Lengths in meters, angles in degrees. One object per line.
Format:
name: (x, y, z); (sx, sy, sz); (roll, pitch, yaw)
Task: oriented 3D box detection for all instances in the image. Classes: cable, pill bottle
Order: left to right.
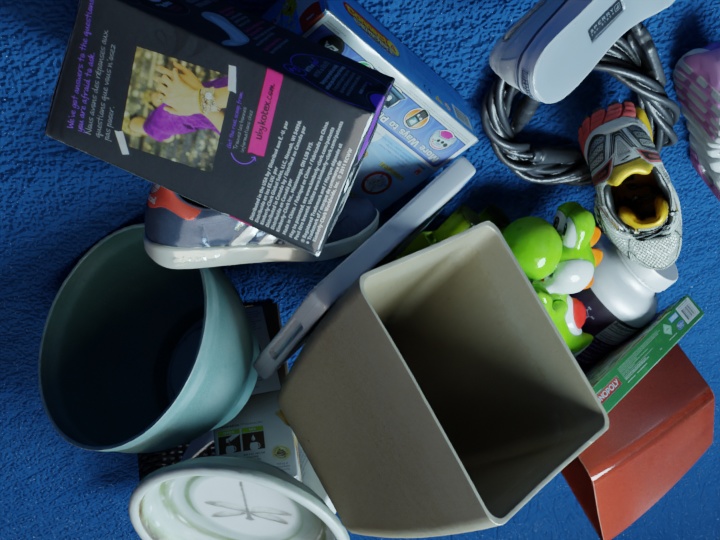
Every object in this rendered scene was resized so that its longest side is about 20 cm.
pill bottle: (0.232, 0.037, 1.060); (0.112, 0.113, 0.200); (20, 130, -36)
cable: (0.197, -0.130, 0.892); (0.162, 0.051, 0.200); (-25, 141, 13)

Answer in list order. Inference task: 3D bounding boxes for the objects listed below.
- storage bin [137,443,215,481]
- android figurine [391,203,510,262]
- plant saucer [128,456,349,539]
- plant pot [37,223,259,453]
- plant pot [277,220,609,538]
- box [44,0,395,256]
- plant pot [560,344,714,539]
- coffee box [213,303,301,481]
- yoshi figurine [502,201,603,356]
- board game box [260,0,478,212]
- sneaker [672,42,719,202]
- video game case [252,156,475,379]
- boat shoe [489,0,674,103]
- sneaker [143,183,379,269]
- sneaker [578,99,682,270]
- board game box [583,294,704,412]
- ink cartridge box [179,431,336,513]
storage bin: (-0.161, 0.231, 1.190); (0.197, 0.095, 0.136); (-5, 142, -11)
android figurine: (0.059, 0.014, 0.985); (0.200, 0.041, 0.181); (-47, 160, 25)
plant saucer: (-0.102, 0.214, 0.881); (0.197, 0.051, 0.202); (7, 137, 6)
plant pot: (-0.175, 0.075, 0.917); (0.199, 0.202, 0.134); (-30, 148, 20)
plant pot: (0.051, 0.106, 0.833); (0.177, 0.201, 0.199); (-36, 171, 41)
box: (-0.090, -0.112, 0.681); (0.198, 0.122, 0.107); (24, 113, -1)
plant pot: (0.308, 0.166, 1.191); (0.175, 0.201, 0.201); (-27, 142, -1)
coffee box: (-0.106, 0.149, 1.014); (0.078, 0.202, 0.115); (-7, 143, -5)
yoshi figurine: (0.163, 0.029, 0.970); (0.111, 0.111, 0.203); (-16, 122, -54)
board game box: (-0.038, -0.116, 0.829); (0.195, 0.056, 0.199); (-35, 138, 24)
sneaker: (0.343, -0.144, 0.908); (0.088, 0.081, 0.200); (-29, 145, 8)
video game case: (0.000, 0.000, 0.877); (0.200, 0.022, 0.182); (-42, 176, -31)
boat shoe: (0.174, -0.213, 0.767); (0.202, 0.086, 0.075); (-46, 136, -8)
sneaker: (-0.072, -0.056, 0.794); (0.197, 0.075, 0.086); (-8, 116, -27)
sneaker: (0.244, -0.055, 0.895); (0.077, 0.083, 0.200); (-22, 139, 18)
board game box: (0.249, 0.111, 1.021); (0.199, 0.029, 0.135); (-36, 174, -31)
ink cartridge box: (-0.109, 0.230, 1.069); (0.174, 0.201, 0.045); (9, 134, 17)
